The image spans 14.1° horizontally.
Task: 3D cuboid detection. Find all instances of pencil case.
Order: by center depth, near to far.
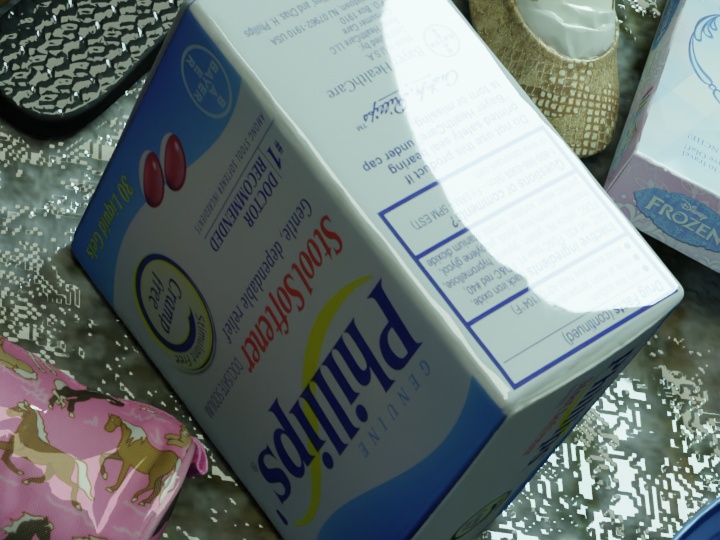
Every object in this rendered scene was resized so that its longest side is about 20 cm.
[{"bbox_3d":[-0.160,0.055,1.108,0.199,0.087,0.083,30,20,-4],"label":"pencil case"}]

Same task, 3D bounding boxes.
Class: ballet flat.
[{"bbox_3d":[0.083,-0.149,1.353,0.070,0.065,0.201,-3,61,-25],"label":"ballet flat"}]

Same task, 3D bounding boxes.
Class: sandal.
[{"bbox_3d":[-0.087,-0.127,1.283,0.200,0.048,0.075,-36,79,-23],"label":"sandal"}]

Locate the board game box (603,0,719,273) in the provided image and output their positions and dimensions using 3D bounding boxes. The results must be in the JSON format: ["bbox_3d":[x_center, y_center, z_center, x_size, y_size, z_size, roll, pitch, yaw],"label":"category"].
[{"bbox_3d":[0.224,-0.055,1.351,0.199,0.043,0.199,29,42,-4],"label":"board game box"}]

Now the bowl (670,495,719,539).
[{"bbox_3d":[0.204,0.173,1.176,0.200,0.039,0.201,-1,61,3],"label":"bowl"}]

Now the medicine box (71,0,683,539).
[{"bbox_3d":[0.000,0.000,1.148,0.103,0.182,0.200,-28,73,-34],"label":"medicine box"}]

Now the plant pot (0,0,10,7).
[{"bbox_3d":[-0.197,-0.164,1.184,0.200,0.186,0.187,-20,69,-46],"label":"plant pot"}]
